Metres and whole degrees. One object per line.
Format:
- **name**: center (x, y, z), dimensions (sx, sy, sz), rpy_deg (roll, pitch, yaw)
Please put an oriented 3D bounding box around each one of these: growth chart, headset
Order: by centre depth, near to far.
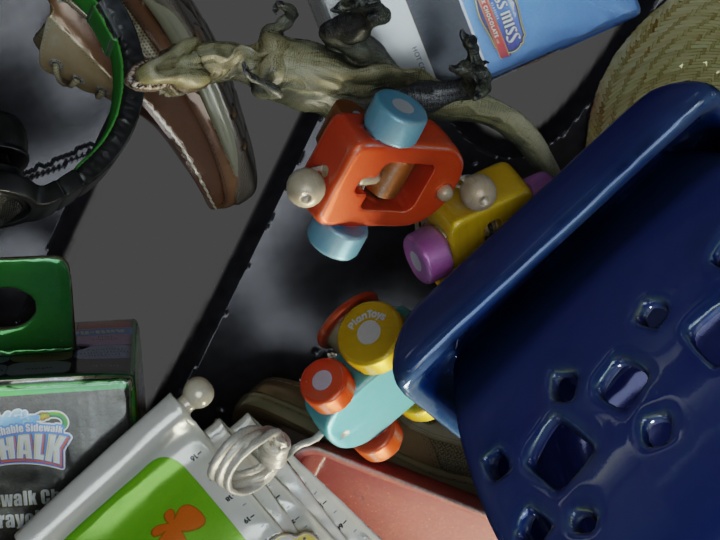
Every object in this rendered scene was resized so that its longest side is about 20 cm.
- **headset**: center (-0.189, -0.064, 0.954), dimensions (0.199, 0.094, 0.124), rpy_deg (-27, 85, -24)
- **growth chart**: center (-0.053, 0.144, 0.990), dimensions (0.200, 0.018, 0.145), rpy_deg (40, 89, -21)

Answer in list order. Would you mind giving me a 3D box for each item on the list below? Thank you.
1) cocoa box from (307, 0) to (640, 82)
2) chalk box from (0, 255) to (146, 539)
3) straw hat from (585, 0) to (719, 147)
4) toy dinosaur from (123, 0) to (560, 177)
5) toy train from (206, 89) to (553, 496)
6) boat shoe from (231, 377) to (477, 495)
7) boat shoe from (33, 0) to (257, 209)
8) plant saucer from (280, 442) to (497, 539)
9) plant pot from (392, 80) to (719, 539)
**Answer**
- **cocoa box**: center (0.022, -0.184, 0.992), dimensions (0.130, 0.133, 0.201), rpy_deg (-23, 102, -1)
- **chalk box**: center (-0.159, 0.091, 1.033), dimensions (0.124, 0.124, 0.202), rpy_deg (-2, 100, -4)
- **straw hat**: center (0.211, -0.048, 1.060), dimensions (0.199, 0.085, 0.203), rpy_deg (-1, 101, -5)
- **toy dinosaur**: center (0.009, -0.079, 0.908), dimensions (0.198, 0.088, 0.048), rpy_deg (14, 65, -14)
- **toy train**: center (0.000, 0.000, 0.928), dimensions (0.149, 0.056, 0.201), rpy_deg (-5, 134, -37)
- **boat shoe**: center (0.035, 0.089, 1.086), dimensions (0.199, 0.071, 0.065), rpy_deg (22, 63, -8)
- **boat shoe**: center (-0.114, -0.113, 1.029), dimensions (0.071, 0.076, 0.201), rpy_deg (-29, 93, 4)
- **plant saucer**: center (0.030, 0.172, 1.074), dimensions (0.199, 0.037, 0.200), rpy_deg (22, 127, -8)
- **plant pot**: center (0.140, 0.055, 0.912), dimensions (0.200, 0.200, 0.180), rpy_deg (-43, 59, 5)
